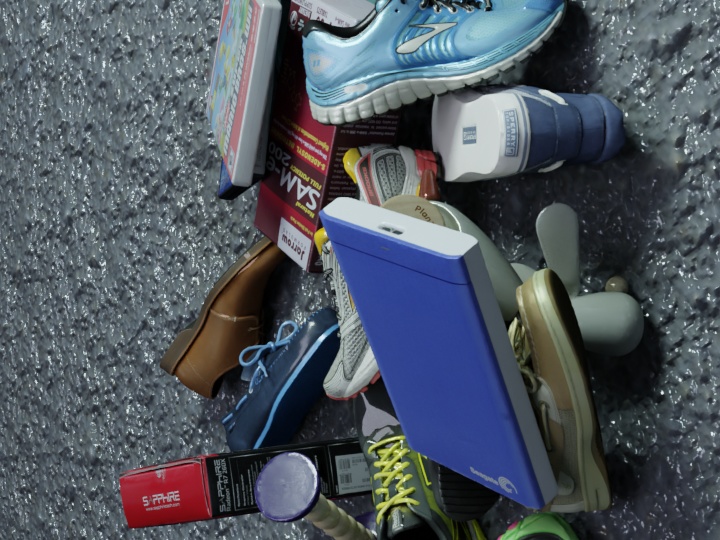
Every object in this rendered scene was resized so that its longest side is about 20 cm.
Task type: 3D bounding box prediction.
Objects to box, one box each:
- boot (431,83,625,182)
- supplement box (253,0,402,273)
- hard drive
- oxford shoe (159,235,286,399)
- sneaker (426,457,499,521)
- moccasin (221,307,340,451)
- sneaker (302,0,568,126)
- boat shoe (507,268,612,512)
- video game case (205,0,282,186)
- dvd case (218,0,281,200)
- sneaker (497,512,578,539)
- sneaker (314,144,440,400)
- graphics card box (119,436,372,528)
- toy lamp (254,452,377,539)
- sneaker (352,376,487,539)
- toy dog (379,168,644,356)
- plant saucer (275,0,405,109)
[{"bbox_3d":[0.113,-0.096,0.976,0.200,0.089,0.074,-139,48,-75],"label":"boot"},{"bbox_3d":[-0.023,-0.110,1.086,0.109,0.060,0.202,38,123,53],"label":"supplement box"},{"bbox_3d":[0.051,0.054,0.886,0.131,0.025,0.201,20,140,48],"label":"hard drive"},{"bbox_3d":[-0.109,0.040,1.262,0.071,0.071,0.201,39,125,6],"label":"oxford shoe"},{"bbox_3d":[0.068,0.087,1.039,0.088,0.073,0.202,-15,70,56],"label":"sneaker"},{"bbox_3d":[-0.079,0.098,1.199,0.068,0.080,0.201,50,128,20],"label":"moccasin"},{"bbox_3d":[0.049,-0.170,0.962,0.078,0.198,0.091,-84,-25,-74],"label":"sneaker"},{"bbox_3d":[0.122,0.087,0.902,0.074,0.062,0.202,-91,-14,-47],"label":"boat shoe"},{"bbox_3d":[-0.099,-0.168,1.130,0.200,0.017,0.144,-118,37,-65],"label":"video game case"},{"bbox_3d":[-0.094,-0.169,1.182,0.143,0.017,0.202,162,114,-74],"label":"dvd case"},{"bbox_3d":[0.113,0.273,0.990,0.084,0.076,0.202,41,123,45],"label":"sneaker"},{"bbox_3d":[0.000,0.000,1.044,0.078,0.081,0.202,-105,28,-79],"label":"sneaker"},{"bbox_3d":[-0.078,0.170,1.114,0.125,0.199,0.051,-19,78,47],"label":"graphics card box"},{"bbox_3d":[-0.014,0.196,1.056,0.058,0.200,0.059,-11,59,18],"label":"toy lamp"},{"bbox_3d":[0.043,0.167,1.049,0.074,0.084,0.201,-31,72,21],"label":"sneaker"},{"bbox_3d":[0.096,-0.009,0.948,0.132,0.199,0.097,-35,33,58],"label":"toy dog"},{"bbox_3d":[-0.017,-0.209,1.149,0.199,0.027,0.203,4,95,50],"label":"plant saucer"}]
